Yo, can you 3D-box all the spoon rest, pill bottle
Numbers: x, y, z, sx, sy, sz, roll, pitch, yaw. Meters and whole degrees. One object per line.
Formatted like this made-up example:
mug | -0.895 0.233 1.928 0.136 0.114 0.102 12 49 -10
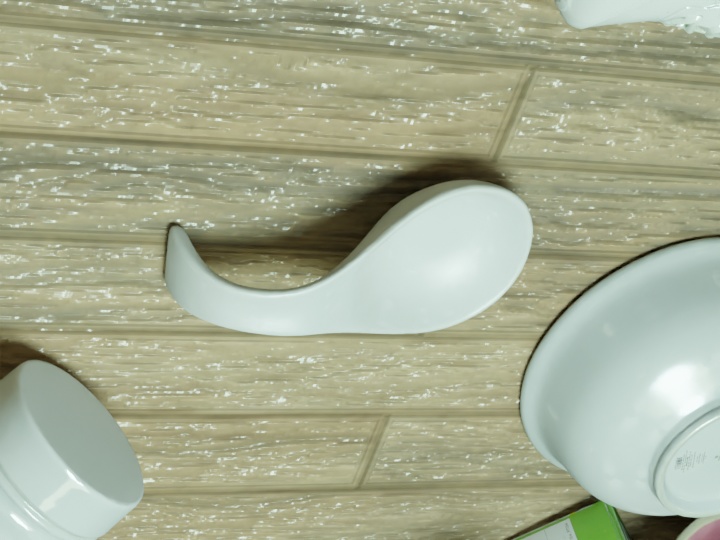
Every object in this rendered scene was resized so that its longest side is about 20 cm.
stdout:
spoon rest | 0.000 0.000 1.018 0.199 0.061 0.100 -7 133 -18
pill bottle | -0.218 0.144 1.014 0.200 0.114 0.113 -39 134 13

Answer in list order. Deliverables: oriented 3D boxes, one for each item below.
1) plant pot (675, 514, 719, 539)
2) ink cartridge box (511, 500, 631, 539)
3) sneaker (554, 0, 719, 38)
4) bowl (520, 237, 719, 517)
plant pot | 0.289 0.223 1.237 0.179 0.200 0.200 15 123 -44
ink cartridge box | 0.105 0.255 1.292 0.199 0.076 0.148 -24 136 6
sneaker | 0.193 -0.134 0.946 0.199 0.078 0.100 -14 106 -10
bowl | 0.204 0.084 1.166 0.200 0.091 0.202 -13 134 -14
